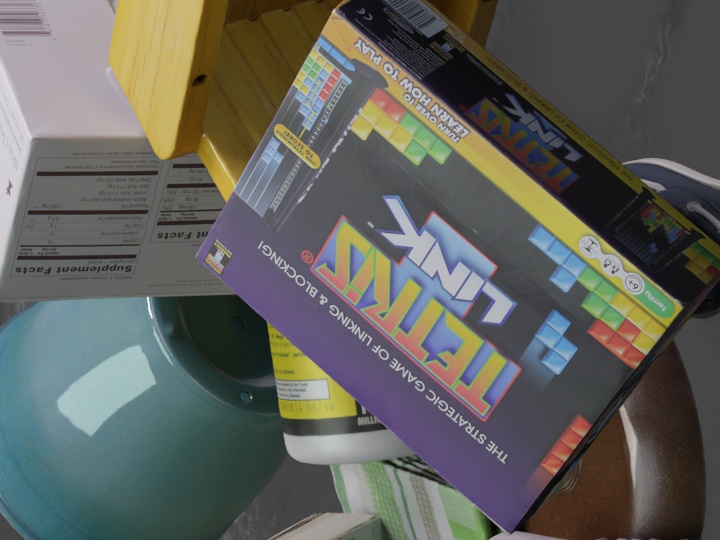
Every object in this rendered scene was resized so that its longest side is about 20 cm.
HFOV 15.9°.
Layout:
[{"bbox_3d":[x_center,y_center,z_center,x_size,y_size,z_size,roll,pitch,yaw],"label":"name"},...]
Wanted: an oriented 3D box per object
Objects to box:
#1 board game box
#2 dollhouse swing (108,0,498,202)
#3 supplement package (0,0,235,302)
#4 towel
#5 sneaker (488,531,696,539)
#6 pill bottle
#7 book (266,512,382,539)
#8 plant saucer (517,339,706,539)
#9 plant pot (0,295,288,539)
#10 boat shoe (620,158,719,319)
[{"bbox_3d":[0.041,-0.006,1.147,0.200,0.057,0.165,41,129,11],"label":"board game box"},{"bbox_3d":[0.009,-0.113,1.272,0.176,0.200,0.182,49,141,32],"label":"dollhouse swing"},{"bbox_3d":[-0.142,-0.089,1.392,0.200,0.155,0.111,-118,36,-44],"label":"supplement package"},{"bbox_3d":[0.048,0.171,1.455,0.200,0.031,0.150,16,125,64],"label":"towel"},{"bbox_3d":[0.137,0.158,1.227,0.200,0.076,0.081,21,123,37],"label":"sneaker"},{"bbox_3d":[0.000,0.000,1.420,0.112,0.112,0.201,-1,99,64],"label":"pill bottle"},{"bbox_3d":[-0.056,0.229,1.424,0.048,0.200,0.134,-1,103,38],"label":"book"},{"bbox_3d":[0.109,0.085,1.325,0.200,0.032,0.201,32,127,55],"label":"plant saucer"},{"bbox_3d":[-0.119,0.068,1.610,0.188,0.200,0.201,-41,62,46],"label":"plant pot"},{"bbox_3d":[0.134,-0.010,1.198,0.200,0.062,0.075,19,112,58],"label":"boat shoe"}]
